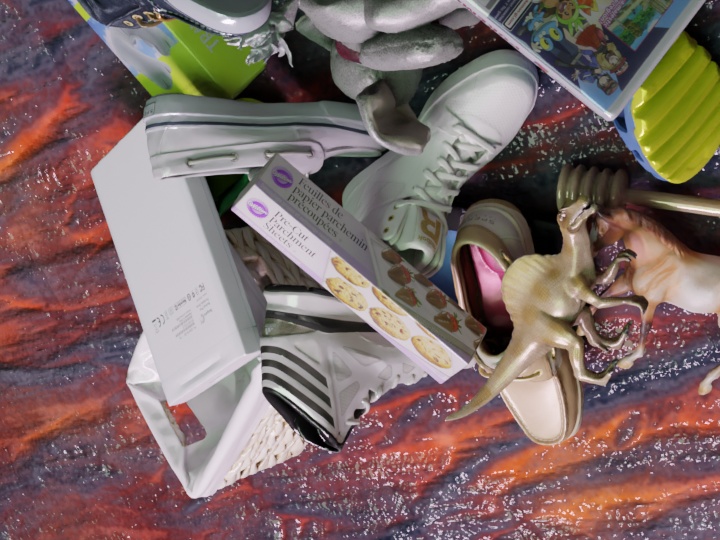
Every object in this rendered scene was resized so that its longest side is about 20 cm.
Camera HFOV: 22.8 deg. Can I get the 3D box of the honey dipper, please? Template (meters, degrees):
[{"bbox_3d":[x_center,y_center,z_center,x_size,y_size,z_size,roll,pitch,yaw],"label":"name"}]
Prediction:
[{"bbox_3d":[0.240,-0.049,1.279,0.198,0.038,0.038,7,126,20],"label":"honey dipper"}]

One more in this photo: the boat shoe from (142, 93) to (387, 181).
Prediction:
[{"bbox_3d":[-0.067,-0.088,1.330,0.073,0.198,0.068,161,109,-69],"label":"boat shoe"}]

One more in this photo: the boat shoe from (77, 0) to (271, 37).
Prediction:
[{"bbox_3d":[-0.131,-0.194,1.214,0.200,0.071,0.091,40,144,30],"label":"boat shoe"}]

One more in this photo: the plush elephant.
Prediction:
[{"bbox_3d":[0.021,-0.175,1.242,0.199,0.155,0.166,-33,61,8],"label":"plush elephant"}]

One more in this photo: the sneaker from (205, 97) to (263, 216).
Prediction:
[{"bbox_3d":[-0.141,-0.069,1.439,0.074,0.084,0.200,45,132,-8],"label":"sneaker"}]

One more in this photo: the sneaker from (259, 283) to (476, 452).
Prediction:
[{"bbox_3d":[0.003,0.082,1.354,0.075,0.199,0.117,3,82,55],"label":"sneaker"}]

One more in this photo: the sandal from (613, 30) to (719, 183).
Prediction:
[{"bbox_3d":[0.183,-0.148,1.222,0.201,0.079,0.087,59,166,-28],"label":"sandal"}]

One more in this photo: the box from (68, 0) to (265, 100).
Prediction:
[{"bbox_3d":[-0.168,-0.205,1.354,0.200,0.048,0.122,48,158,-10],"label":"box"}]

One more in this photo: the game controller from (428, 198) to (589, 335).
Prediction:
[{"bbox_3d":[0.084,-0.004,1.390,0.198,0.042,0.105,10,127,22],"label":"game controller"}]

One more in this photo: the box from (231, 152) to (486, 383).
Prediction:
[{"bbox_3d":[0.000,0.000,1.262,0.200,0.039,0.041,40,138,-9],"label":"box"}]

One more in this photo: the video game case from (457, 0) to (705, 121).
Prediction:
[{"bbox_3d":[0.147,-0.228,1.122,0.182,0.023,0.201,38,88,-1],"label":"video game case"}]

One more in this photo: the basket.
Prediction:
[{"bbox_3d":[-0.088,0.068,1.455,0.136,0.123,0.201,57,139,25],"label":"basket"}]

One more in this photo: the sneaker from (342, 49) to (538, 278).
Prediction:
[{"bbox_3d":[0.061,-0.060,1.294,0.073,0.116,0.200,28,126,-25],"label":"sneaker"}]

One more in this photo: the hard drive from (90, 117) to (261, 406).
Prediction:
[{"bbox_3d":[-0.144,-0.010,1.382,0.132,0.027,0.202,-34,74,52],"label":"hard drive"}]

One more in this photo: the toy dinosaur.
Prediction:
[{"bbox_3d":[0.142,0.036,1.285,0.100,0.058,0.201,27,114,4],"label":"toy dinosaur"}]

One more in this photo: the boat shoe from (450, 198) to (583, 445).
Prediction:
[{"bbox_3d":[0.110,0.050,1.340,0.073,0.069,0.202,-11,109,31],"label":"boat shoe"}]

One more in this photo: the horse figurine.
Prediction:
[{"bbox_3d":[0.246,0.027,1.306,0.198,0.050,0.133,20,127,3],"label":"horse figurine"}]
